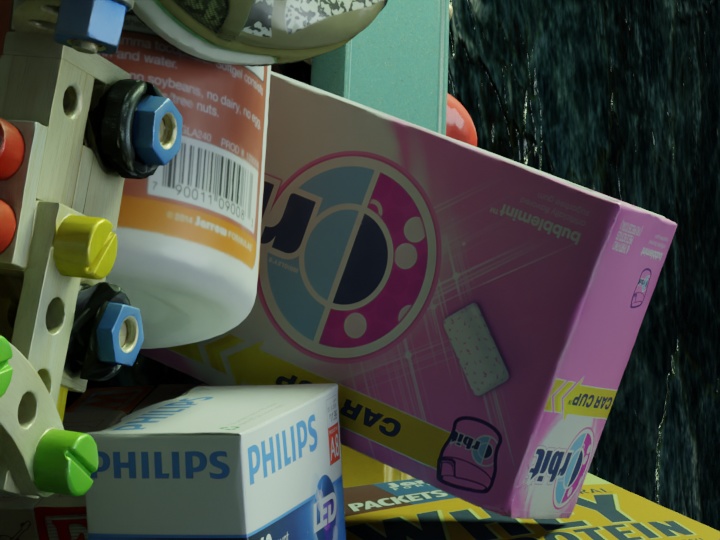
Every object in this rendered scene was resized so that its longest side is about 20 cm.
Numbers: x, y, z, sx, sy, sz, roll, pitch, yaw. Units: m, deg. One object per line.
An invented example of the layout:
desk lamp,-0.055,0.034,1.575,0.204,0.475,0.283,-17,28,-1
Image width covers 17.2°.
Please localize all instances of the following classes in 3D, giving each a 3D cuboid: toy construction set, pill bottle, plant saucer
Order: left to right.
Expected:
toy construction set,-0.101,-0.018,0.660,0.201,0.092,0.131,-67,154,-2
pill bottle,-0.085,-0.082,0.809,0.112,0.111,0.202,42,48,-65
plant saucer,0.008,-0.042,0.971,0.070,0.019,0.202,21,61,-36

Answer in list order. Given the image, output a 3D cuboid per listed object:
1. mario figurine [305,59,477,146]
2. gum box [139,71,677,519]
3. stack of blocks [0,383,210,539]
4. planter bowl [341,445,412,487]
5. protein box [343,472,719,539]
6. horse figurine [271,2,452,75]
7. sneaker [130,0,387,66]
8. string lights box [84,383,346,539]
mario figurine,-0.010,-0.102,1.133,0.123,0.106,0.201,27,42,-27
gum box,0.000,0.000,0.868,0.066,0.199,0.114,12,99,-63
stack of blocks,-0.097,0.129,0.824,0.200,0.058,0.116,-48,133,-64
planter bowl,-0.016,0.075,1.036,0.200,0.083,0.202,-2,90,-71
protein box,0.064,0.192,0.865,0.200,0.134,0.201,-161,-112,-66
horse figurine,-0.020,-0.146,1.038,0.133,0.050,0.200,52,39,-3
sneaker,-0.043,-0.122,0.707,0.199,0.088,0.078,25,60,-47
string lights box,-0.043,0.145,0.796,0.103,0.058,0.202,-21,109,-71
